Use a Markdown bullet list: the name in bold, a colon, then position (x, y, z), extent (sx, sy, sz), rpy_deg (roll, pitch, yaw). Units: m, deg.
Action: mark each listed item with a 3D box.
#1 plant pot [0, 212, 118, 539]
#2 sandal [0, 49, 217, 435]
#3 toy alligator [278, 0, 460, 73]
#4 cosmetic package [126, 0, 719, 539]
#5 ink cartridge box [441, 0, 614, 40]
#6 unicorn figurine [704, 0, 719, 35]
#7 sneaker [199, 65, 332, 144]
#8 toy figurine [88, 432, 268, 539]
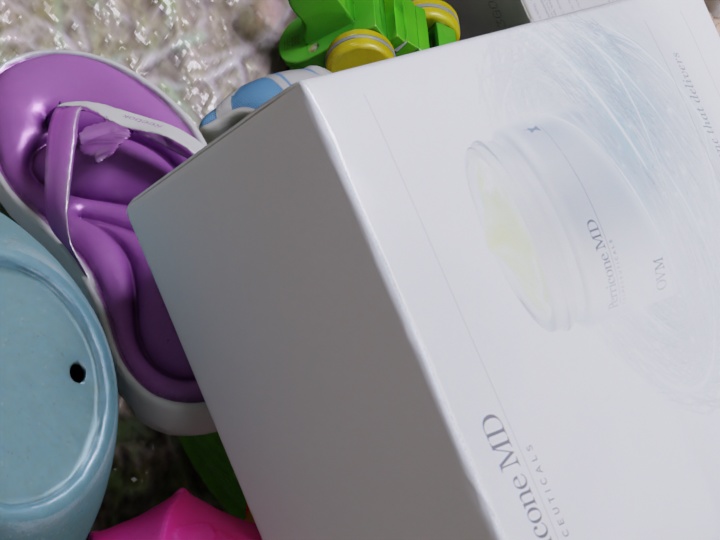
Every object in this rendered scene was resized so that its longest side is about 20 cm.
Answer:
- **plant pot**: position (-0.160, 0.051, 0.936), extent (0.199, 0.134, 0.201), rpy_deg (14, 70, -42)
- **sandal**: position (-0.082, -0.026, 1.016), extent (0.082, 0.050, 0.203), rpy_deg (-20, 52, -19)
- **toy alligator**: position (0.029, -0.080, 1.206), extent (0.199, 0.054, 0.060), rpy_deg (27, 39, -29)
- **cosmetic package**: position (0.057, 0.026, 0.957), extent (0.199, 0.123, 0.200), rpy_deg (-18, 82, -39)
- **ink cartridge box**: position (0.111, -0.159, 1.304), extent (0.200, 0.050, 0.109), rpy_deg (-58, 133, -38)
- **unicorn figurine**: position (0.221, -0.161, 1.387), extent (0.199, 0.137, 0.074), rpy_deg (-22, 93, -28)
- **sneaker**: position (0.000, 0.000, 1.108), extent (0.072, 0.072, 0.200), rpy_deg (-27, 58, -13)
- **toy figurine**: position (-0.040, 0.125, 1.015), extent (0.184, 0.149, 0.201), rpy_deg (-52, 140, -50)
